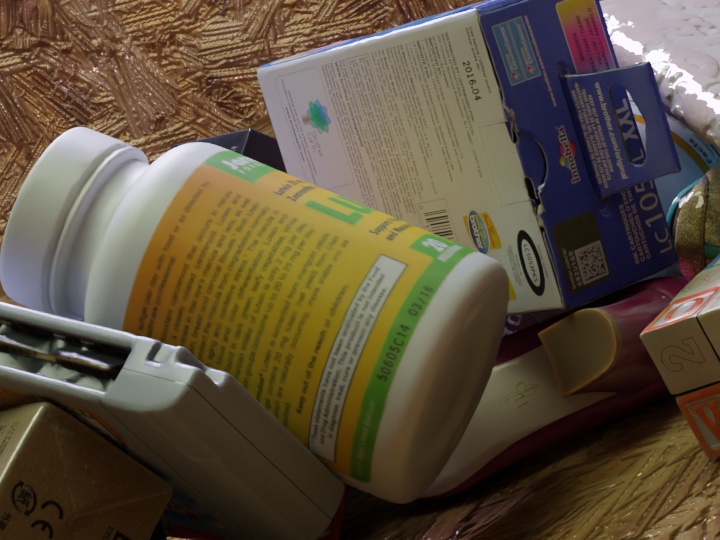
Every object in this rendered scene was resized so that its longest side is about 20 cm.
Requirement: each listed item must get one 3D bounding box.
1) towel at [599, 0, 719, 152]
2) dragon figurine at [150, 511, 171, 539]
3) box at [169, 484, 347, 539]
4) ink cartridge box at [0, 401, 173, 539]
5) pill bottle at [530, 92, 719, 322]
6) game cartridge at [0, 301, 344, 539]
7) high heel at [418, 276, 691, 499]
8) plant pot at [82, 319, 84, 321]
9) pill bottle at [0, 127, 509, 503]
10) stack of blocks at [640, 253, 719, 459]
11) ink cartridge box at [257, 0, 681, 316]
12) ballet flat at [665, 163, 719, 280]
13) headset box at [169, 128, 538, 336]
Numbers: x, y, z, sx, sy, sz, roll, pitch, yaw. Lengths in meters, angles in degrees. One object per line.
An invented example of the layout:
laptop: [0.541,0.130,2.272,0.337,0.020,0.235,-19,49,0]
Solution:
towel: [0.216,-0.088,1.235,0.191,0.032,0.200,-7,22,-17]
dragon figurine: [-0.088,0.136,1.193,0.200,0.059,0.100,-32,29,45]
box: [-0.071,0.074,1.351,0.095,0.100,0.200,7,0,-15]
ink cartridge box: [-0.180,0.162,1.159,0.165,0.075,0.200,-17,43,59]
pill bottle: [0.149,-0.044,1.366,0.109,0.109,0.200,-22,12,42]
game cartridge: [-0.108,0.063,1.179,0.200,0.133,0.042,11,61,40]
high heel: [0.079,0.052,1.261,0.096,0.067,0.200,-7,-21,-44]
plant pot: [-0.086,0.037,1.601,0.200,0.134,0.200,-30,9,5]
pill bottle: [-0.047,0.012,1.188,0.111,0.200,0.111,-58,-18,-31]
stack of blocks: [0.220,-0.003,1.068,0.200,0.059,0.115,-22,12,41]
ink cartridge box: [0.055,-0.049,1.241,0.076,0.137,0.200,-21,7,-35]
ballet flat: [0.212,-0.045,1.276,0.071,0.071,0.200,-22,10,44]
headset box: [0.000,0.000,1.424,0.149,0.200,0.075,-2,68,70]
